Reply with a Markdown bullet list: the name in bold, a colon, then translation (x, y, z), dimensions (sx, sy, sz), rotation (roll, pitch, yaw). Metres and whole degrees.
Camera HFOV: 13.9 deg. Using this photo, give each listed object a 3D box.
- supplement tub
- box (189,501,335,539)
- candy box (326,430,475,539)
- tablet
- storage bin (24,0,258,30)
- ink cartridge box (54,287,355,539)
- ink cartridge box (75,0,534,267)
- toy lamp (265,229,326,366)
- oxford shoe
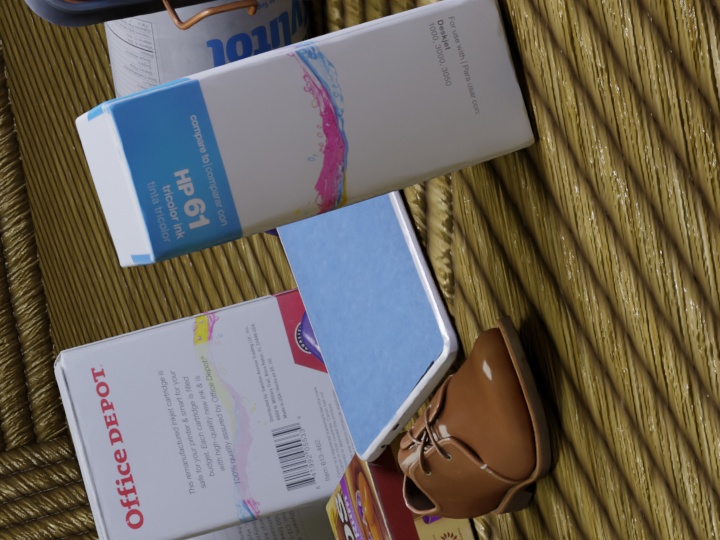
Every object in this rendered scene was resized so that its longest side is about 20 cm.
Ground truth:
- **supplement tub**: translation (-0.097, -0.160, 1.855), dimensions (0.132, 0.132, 0.200), rotation (-118, 16, -50)
- **box**: translation (-0.084, 0.215, 2.282), dimensions (0.199, 0.130, 0.201), rotation (102, 150, -67)
- **candy box**: translation (0.028, 0.178, 1.867), dimensions (0.200, 0.056, 0.117), rotation (109, 144, -73)
- **tablet**: translation (0.000, 0.000, 1.775), dimensions (0.130, 0.014, 0.200), rotation (-54, 47, 45)
- **storage bin**: translation (-0.086, -0.215, 1.599), dimensions (0.134, 0.199, 0.146), rotation (142, 113, -68)
- **ink cartridge box**: translation (-0.098, 0.103, 2.023), dimensions (0.083, 0.199, 0.146), rotation (145, 110, -78)
- **ink cartridge box**: translation (-0.029, -0.069, 1.456), dimensions (0.145, 0.199, 0.085), rotation (178, 74, -79)
- **toy lamp**: translation (-0.026, 0.005, 1.918), dimensions (0.200, 0.058, 0.058), rotation (-116, 15, -55)
- **oxford shoe**: translation (0.058, 0.088, 1.563), dimensions (0.200, 0.071, 0.072), rotation (100, 155, -62)
